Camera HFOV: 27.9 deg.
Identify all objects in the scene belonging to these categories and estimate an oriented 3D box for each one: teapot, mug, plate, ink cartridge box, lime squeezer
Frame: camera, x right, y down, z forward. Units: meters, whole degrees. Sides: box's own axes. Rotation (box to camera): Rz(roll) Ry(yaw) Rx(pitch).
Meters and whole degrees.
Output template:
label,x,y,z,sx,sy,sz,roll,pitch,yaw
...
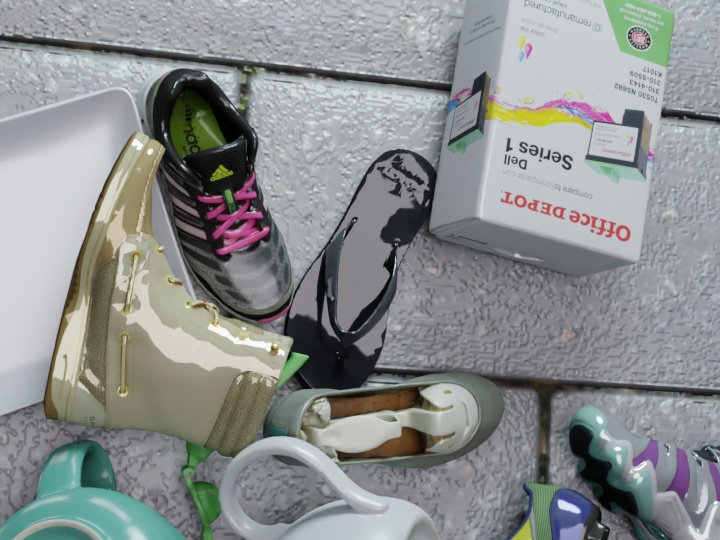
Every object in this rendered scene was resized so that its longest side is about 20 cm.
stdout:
label,x,y,z,sx,sy,sz,roll,pitch,yaw
teapot,-0.027,0.242,0.979,0.145,0.198,0.201,-1,59,17
mug,-0.187,0.209,0.936,0.152,0.115,0.185,-45,62,-9
plate,-0.229,-0.009,1.019,0.198,0.032,0.202,-17,88,-15
ink cartridge box,0.145,-0.111,1.091,0.144,0.084,0.202,14,80,-22
lime squeezer,-0.096,0.151,1.031,0.070,0.038,0.202,15,84,-26

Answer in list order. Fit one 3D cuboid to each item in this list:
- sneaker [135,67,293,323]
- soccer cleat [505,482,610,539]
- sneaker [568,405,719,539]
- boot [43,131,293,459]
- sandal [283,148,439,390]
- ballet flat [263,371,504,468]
label,x,y,z,sx,sy,sz,roll,pitch,yaw
sneaker,-0.101,-0.057,1.028,0.073,0.087,0.201,-22,89,-16
soccer cleat,0.114,0.253,1.069,0.083,0.065,0.201,22,81,20
sneaker,0.257,0.148,1.106,0.140,0.078,0.200,-43,104,-17
boot,-0.118,0.020,0.982,0.154,0.073,0.202,15,87,-7
sandal,0.000,-0.001,1.070,0.076,0.043,0.202,23,78,-11
ballet flat,0.029,0.112,1.035,0.198,0.064,0.068,-3,91,-26
